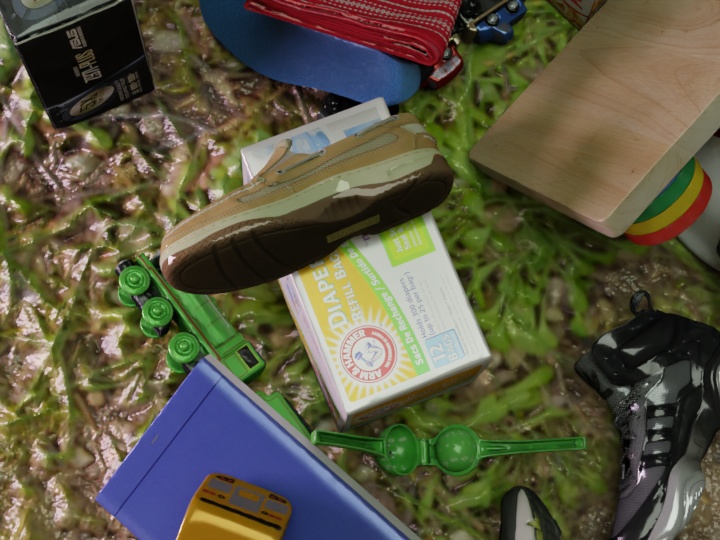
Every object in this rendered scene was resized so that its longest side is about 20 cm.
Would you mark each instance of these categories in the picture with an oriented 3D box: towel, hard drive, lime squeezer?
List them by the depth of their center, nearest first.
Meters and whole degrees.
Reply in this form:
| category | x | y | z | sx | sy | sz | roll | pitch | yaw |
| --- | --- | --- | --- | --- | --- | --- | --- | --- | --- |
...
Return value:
| category | x | y | z | sx | sy | sz | roll | pitch | yaw |
| --- | --- | --- | --- | --- | --- | --- | --- | --- | --- |
| hard drive | -0.068 | 0.172 | 0.880 | 0.200 | 0.025 | 0.132 | 40 | 104 | 6 |
| lime squeezer | 0.055 | 0.120 | 0.909 | 0.198 | 0.071 | 0.038 | 4 | 57 | -15 |
| towel | 0.005 | -0.214 | 0.945 | 0.143 | 0.023 | 0.201 | 18 | 34 | 0 |

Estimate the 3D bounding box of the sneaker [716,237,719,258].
| category | x | y | z | sx | sy | sz | roll | pitch | yaw |
| --- | --- | --- | --- | --- | --- | --- | --- | --- | --- |
| sneaker | 0.290 | -0.032 | 0.892 | 0.087 | 0.076 | 0.202 | -3 | 120 | 14 |

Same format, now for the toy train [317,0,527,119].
| category | x | y | z | sx | sy | sz | roll | pitch | yaw |
| --- | --- | --- | --- | --- | --- | --- | --- | --- | --- |
| toy train | 0.055 | -0.162 | 0.994 | 0.199 | 0.034 | 0.046 | -37 | 84 | -11 |

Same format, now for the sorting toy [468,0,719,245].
| category | x | y | z | sx | sy | sz | roll | pitch | yaw |
| --- | --- | --- | --- | --- | --- | --- | --- | --- | --- |
| sorting toy | 0.203 | -0.110 | 0.917 | 0.199 | 0.200 | 0.070 | -47 | 118 | -2 |

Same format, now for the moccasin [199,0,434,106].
| category | x | y | z | sx | sy | sz | roll | pitch | yaw |
| --- | --- | --- | --- | --- | --- | --- | --- | --- | --- |
| moccasin | -0.030 | -0.175 | 0.967 | 0.199 | 0.081 | 0.068 | 30 | 48 | 22 |

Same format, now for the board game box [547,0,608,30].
| category | x | y | z | sx | sy | sz | roll | pitch | yaw |
| --- | --- | --- | --- | --- | --- | --- | --- | --- | --- |
| board game box | 0.214 | -0.283 | 0.947 | 0.151 | 0.200 | 0.046 | -43 | 77 | -13 |

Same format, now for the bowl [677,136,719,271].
| category | x | y | z | sx | sy | sz | roll | pitch | yaw |
| --- | --- | --- | --- | --- | --- | --- | --- | --- | --- |
| bowl | 0.321 | -0.096 | 0.967 | 0.199 | 0.090 | 0.203 | 1 | 76 | -3 |

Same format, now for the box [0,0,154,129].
| category | x | y | z | sx | sy | sz | roll | pitch | yaw |
| --- | --- | --- | --- | --- | --- | --- | --- | --- | --- |
| box | -0.230 | -0.228 | 0.925 | 0.086 | 0.164 | 0.201 | -24 | 79 | -9 |

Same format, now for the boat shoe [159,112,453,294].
| category | x | y | z | sx | sy | sz | roll | pitch | yaw |
| --- | --- | --- | --- | --- | --- | --- | --- | --- | --- |
| boat shoe | -0.042 | -0.049 | 0.845 | 0.198 | 0.072 | 0.077 | -19 | 63 | -14 |

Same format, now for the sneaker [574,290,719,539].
| category | x | y | z | sx | sy | sz | roll | pitch | yaw |
| --- | --- | --- | --- | --- | --- | --- | --- | --- | --- |
| sneaker | 0.193 | 0.111 | 0.918 | 0.113 | 0.076 | 0.201 | 30 | 70 | 4 |

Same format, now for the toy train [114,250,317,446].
| category | x | y | z | sx | sy | sz | roll | pitch | yaw |
| --- | --- | --- | --- | --- | --- | --- | --- | --- | --- |
| toy train | -0.103 | 0.065 | 0.926 | 0.056 | 0.042 | 0.201 | -34 | 80 | -21 |

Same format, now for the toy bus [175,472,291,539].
| category | x | y | z | sx | sy | sz | roll | pitch | yaw |
| --- | --- | --- | --- | --- | --- | --- | --- | --- | --- |
| toy bus | -0.108 | 0.241 | 0.840 | 0.065 | 0.078 | 0.202 | 19 | 101 | 1 |

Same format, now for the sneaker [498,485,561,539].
| category | x | y | z | sx | sy | sz | roll | pitch | yaw |
| --- | --- | --- | --- | --- | --- | --- | --- | --- | --- |
| sneaker | 0.095 | 0.244 | 0.876 | 0.084 | 0.074 | 0.202 | -12 | 58 | 26 |

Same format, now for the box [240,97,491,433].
| category | x | y | z | sx | sy | sz | roll | pitch | yaw |
| --- | --- | --- | --- | --- | --- | --- | --- | --- | --- |
| box | 0.000 | 0.000 | 0.915 | 0.112 | 0.101 | 0.201 | -21 | 78 | -9 |
